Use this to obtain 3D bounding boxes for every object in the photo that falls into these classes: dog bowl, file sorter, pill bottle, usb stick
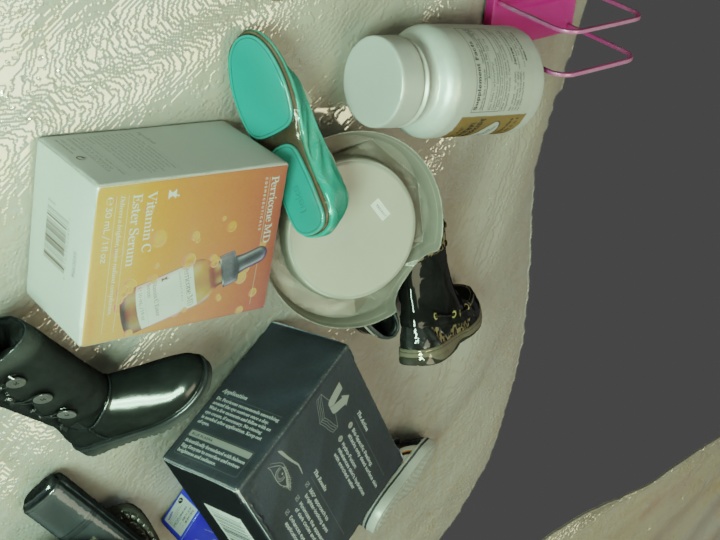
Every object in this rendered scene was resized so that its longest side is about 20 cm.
[{"bbox_3d":[-0.016,-0.045,1.263,0.198,0.059,0.203,-6,106,-23],"label":"dog bowl"},{"bbox_3d":[0.229,-0.323,1.318,0.138,0.125,0.202,-19,128,-35],"label":"file sorter"},{"bbox_3d":[0.085,-0.193,1.269,0.199,0.114,0.115,-9,122,-41],"label":"pill bottle"},{"bbox_3d":[-0.254,0.276,1.253,0.055,0.033,0.200,-41,117,4],"label":"usb stick"}]

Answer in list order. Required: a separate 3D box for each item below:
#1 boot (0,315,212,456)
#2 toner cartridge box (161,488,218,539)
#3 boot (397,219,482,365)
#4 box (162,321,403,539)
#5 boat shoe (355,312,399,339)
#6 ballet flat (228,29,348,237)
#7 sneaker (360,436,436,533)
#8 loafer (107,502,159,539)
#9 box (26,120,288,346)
[{"bbox_3d":[-0.251,0.089,1.124,0.164,0.066,0.200,-30,139,12],"label":"boot"},{"bbox_3d":[-0.130,0.282,1.428,0.095,0.043,0.200,-54,140,-1],"label":"toner cartridge box"},{"bbox_3d":[0.084,0.008,1.423,0.200,0.072,0.152,-38,122,-60],"label":"boot"},{"bbox_3d":[-0.075,0.200,1.324,0.200,0.117,0.198,-51,136,-29],"label":"box"},{"bbox_3d":[0.000,0.000,1.353,0.073,0.063,0.201,-40,137,-18],"label":"boat shoe"},{"bbox_3d":[-0.066,-0.129,1.167,0.070,0.067,0.202,-31,101,-61],"label":"ballet flat"},{"bbox_3d":[0.030,0.247,1.548,0.200,0.079,0.079,-31,147,-62],"label":"sneaker"},{"bbox_3d":[-0.241,0.329,1.337,0.072,0.071,0.202,-17,115,-12],"label":"loafer"},{"bbox_3d":[-0.181,-0.038,1.112,0.199,0.106,0.154,-12,124,-40],"label":"box"}]
